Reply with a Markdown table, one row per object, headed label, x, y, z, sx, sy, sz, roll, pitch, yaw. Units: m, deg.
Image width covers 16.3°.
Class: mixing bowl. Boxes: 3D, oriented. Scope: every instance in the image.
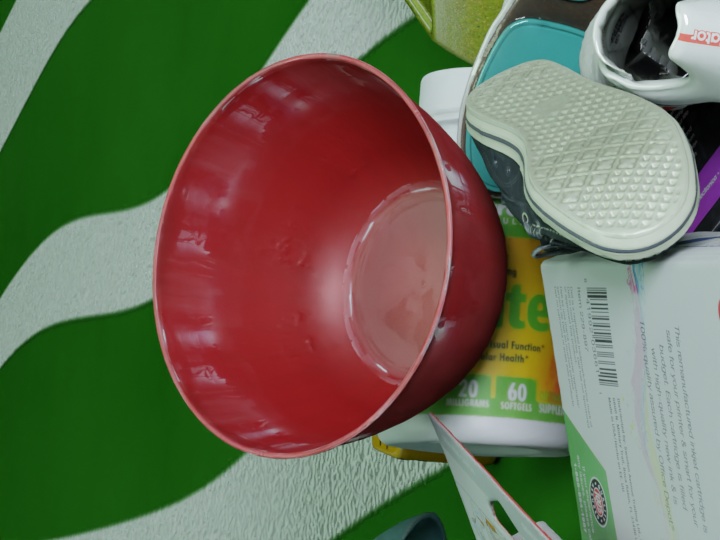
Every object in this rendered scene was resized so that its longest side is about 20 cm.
| label | x | y | z | sx | sy | sz | roll | pitch | yaw |
| --- | --- | --- | --- | --- | --- | --- | --- | --- | --- |
| mixing bowl | 0.000 | 0.000 | 1.271 | 0.199 | 0.108 | 0.202 | -9 | 75 | 39 |

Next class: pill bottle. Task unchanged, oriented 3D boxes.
| label | x | y | z | sx | sy | sz | roll | pitch | yaw |
| --- | --- | --- | --- | --- | --- | --- | --- | --- | --- |
| pill bottle | 0.068 | -0.003 | 1.358 | 0.111 | 0.110 | 0.202 | 163 | 112 | -69 |

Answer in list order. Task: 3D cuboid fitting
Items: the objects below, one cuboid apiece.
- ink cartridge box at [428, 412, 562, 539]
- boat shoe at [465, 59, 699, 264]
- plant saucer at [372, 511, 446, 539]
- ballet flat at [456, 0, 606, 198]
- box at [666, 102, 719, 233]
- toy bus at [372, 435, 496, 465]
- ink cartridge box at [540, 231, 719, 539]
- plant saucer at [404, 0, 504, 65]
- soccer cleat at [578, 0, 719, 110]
| label | x | y | z | sx | sy | sz | roll | pitch | yaw |
| --- | --- | --- | --- | --- | --- | --- | --- | --- | --- |
| ink cartridge box | 0.106 | 0.165 | 1.185 | 0.200 | 0.043 | 0.175 | -136 | 25 | -66 |
| boat shoe | 0.101 | -0.039 | 1.108 | 0.063 | 0.074 | 0.200 | 67 | 172 | -23 |
| plant saucer | 0.004 | 0.232 | 1.420 | 0.200 | 0.036 | 0.202 | 11 | -90 | -74 |
| ballet flat | 0.101 | -0.135 | 1.294 | 0.069 | 0.069 | 0.202 | -131 | 54 | -64 |
| box | 0.165 | -0.097 | 1.227 | 0.143 | 0.036 | 0.201 | 122 | 147 | -49 |
| toy bus | 0.055 | 0.011 | 1.463 | 0.078 | 0.065 | 0.202 | -166 | 82 | -72 |
| ink cartridge box | 0.162 | 0.059 | 1.073 | 0.200 | 0.087 | 0.147 | 180 | 82 | -72 |
| plant saucer | 0.031 | -0.231 | 1.452 | 0.201 | 0.048 | 0.200 | 85 | 159 | -50 |
| soccer cleat | 0.134 | -0.105 | 1.142 | 0.200 | 0.084 | 0.069 | -163 | 80 | -68 |
